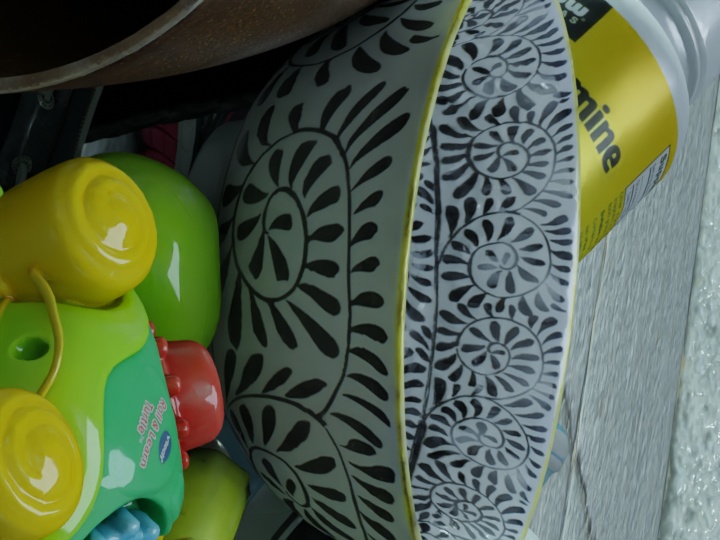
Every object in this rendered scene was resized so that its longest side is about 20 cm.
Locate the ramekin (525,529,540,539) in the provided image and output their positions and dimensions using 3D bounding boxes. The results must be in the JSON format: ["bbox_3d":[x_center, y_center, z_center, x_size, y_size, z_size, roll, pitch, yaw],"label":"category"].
[{"bbox_3d":[0.009,0.178,1.087,0.200,0.098,0.201,-16,122,-28],"label":"ramekin"}]

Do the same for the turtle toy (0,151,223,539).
[{"bbox_3d":[-0.093,0.039,0.697,0.101,0.146,0.200,43,43,-29],"label":"turtle toy"}]

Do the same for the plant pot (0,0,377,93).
[{"bbox_3d":[-0.047,-0.133,0.721,0.200,0.187,0.187,3,90,-65],"label":"plant pot"}]

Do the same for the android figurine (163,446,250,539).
[{"bbox_3d":[-0.096,0.142,0.727,0.041,0.182,0.200,41,54,-27],"label":"android figurine"}]

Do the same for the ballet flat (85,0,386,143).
[{"bbox_3d":[-0.026,-0.076,0.848,0.057,0.200,0.067,-98,169,-53],"label":"ballet flat"}]

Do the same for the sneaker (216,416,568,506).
[{"bbox_3d":[-0.024,0.094,0.965,0.080,0.200,0.131,35,67,-55],"label":"sneaker"}]

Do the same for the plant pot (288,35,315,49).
[{"bbox_3d":[-0.020,-0.164,0.930,0.200,0.200,0.188,-48,154,-69],"label":"plant pot"}]

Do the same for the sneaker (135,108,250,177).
[{"bbox_3d":[-0.051,-0.008,1.068,0.081,0.075,0.200,-39,132,-72],"label":"sneaker"}]

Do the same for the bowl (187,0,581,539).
[{"bbox_3d":[0.000,0.000,0.812,0.201,0.094,0.201,5,90,-73],"label":"bowl"}]

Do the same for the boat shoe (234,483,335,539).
[{"bbox_3d":[-0.029,0.130,0.816,0.200,0.057,0.069,-50,147,-44],"label":"boat shoe"}]

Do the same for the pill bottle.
[{"bbox_3d":[0.057,-0.053,1.035,0.200,0.112,0.113,-44,143,-33],"label":"pill bottle"}]

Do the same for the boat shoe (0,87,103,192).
[{"bbox_3d":[-0.111,-0.077,0.796,0.062,0.073,0.200,17,82,-80],"label":"boat shoe"}]

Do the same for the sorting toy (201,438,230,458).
[{"bbox_3d":[-0.103,0.178,0.866,0.200,0.107,0.180,80,26,-44],"label":"sorting toy"}]
